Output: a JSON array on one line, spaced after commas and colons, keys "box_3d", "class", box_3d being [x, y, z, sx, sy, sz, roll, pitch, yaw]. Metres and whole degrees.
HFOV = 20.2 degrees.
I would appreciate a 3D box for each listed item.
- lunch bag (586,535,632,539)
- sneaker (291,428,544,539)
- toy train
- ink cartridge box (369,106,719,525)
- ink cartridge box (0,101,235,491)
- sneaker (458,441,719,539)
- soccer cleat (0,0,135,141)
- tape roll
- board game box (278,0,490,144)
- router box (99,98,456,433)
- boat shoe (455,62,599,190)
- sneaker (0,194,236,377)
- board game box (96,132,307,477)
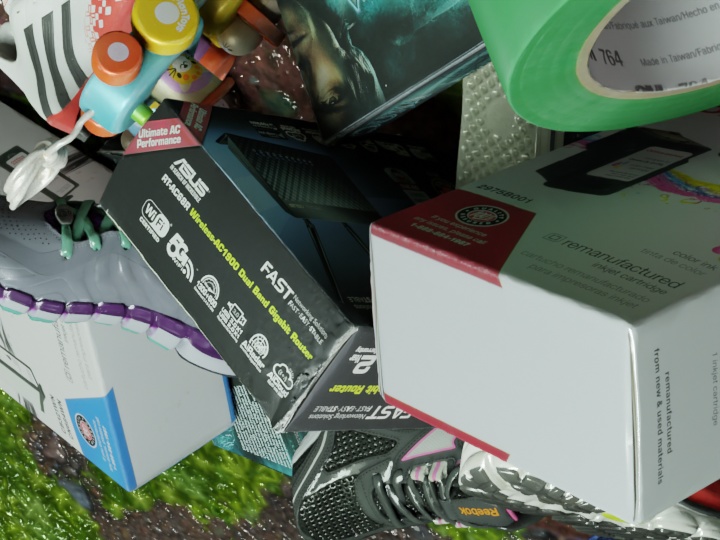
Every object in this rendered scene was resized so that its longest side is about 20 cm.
[{"box_3d": [0.197, 0.195, 0.995, 0.200, 0.135, 0.133, 35, 150, 55], "class": "lunch bag"}, {"box_3d": [0.052, 0.096, 1.017, 0.199, 0.087, 0.081, -25, 120, 17], "class": "sneaker"}, {"box_3d": [-0.087, -0.084, 0.973, 0.055, 0.200, 0.151, 37, 117, 2], "class": "toy train"}, {"box_3d": [0.124, 0.005, 0.805, 0.145, 0.199, 0.083, 22, 125, 46], "class": "ink cartridge box"}, {"box_3d": [-0.171, 0.010, 1.148, 0.199, 0.084, 0.147, 30, 142, 40], "class": "ink cartridge box"}, {"box_3d": [0.124, 0.077, 0.918, 0.077, 0.086, 0.199, 0, 164, 39], "class": "sneaker"}, {"box_3d": [-0.140, -0.142, 1.038, 0.085, 0.069, 0.200, 38, 146, -3], "class": "soccer cleat"}, {"box_3d": [0.136, -0.116, 0.707, 0.200, 0.199, 0.048, -41, 64, 51], "class": "tape roll"}, {"box_3d": [0.030, -0.152, 0.861, 0.200, 0.028, 0.136, -28, 77, 49], "class": "board game box"}, {"box_3d": [0.000, 0.000, 0.919, 0.150, 0.199, 0.062, 50, 117, 29], "class": "router box"}, {"box_3d": [0.087, -0.097, 0.892, 0.074, 0.062, 0.202, 28, 123, 39], "class": "boat shoe"}, {"box_3d": [-0.111, -0.017, 0.986, 0.199, 0.075, 0.088, 18, 126, -32], "class": "sneaker"}, {"box_3d": [-0.070, 0.022, 1.119, 0.135, 0.028, 0.201, 15, 130, 53], "class": "board game box"}]
